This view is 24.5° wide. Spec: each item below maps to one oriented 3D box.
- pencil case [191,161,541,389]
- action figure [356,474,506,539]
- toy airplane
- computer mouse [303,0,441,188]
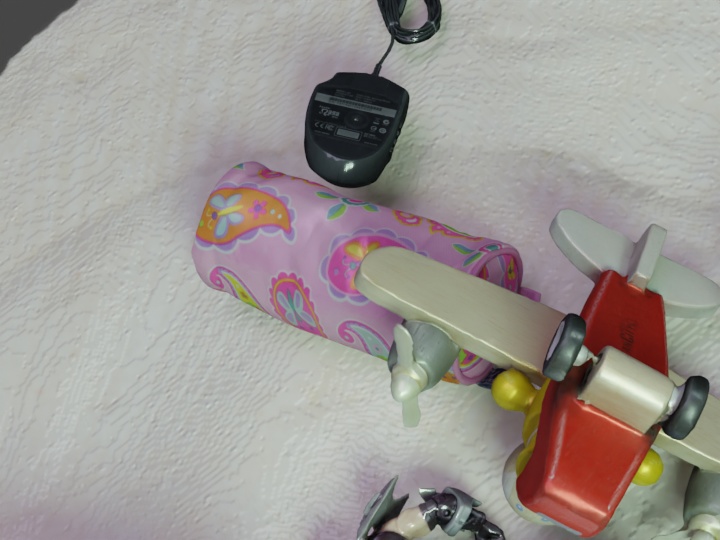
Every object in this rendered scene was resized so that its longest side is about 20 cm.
[{"bbox_3d":[0.000,0.000,0.955,0.199,0.087,0.088,18,70,30],"label":"pencil case"},{"bbox_3d":[0.053,0.176,0.840,0.199,0.069,0.131,10,73,32],"label":"action figure"},{"bbox_3d":[0.112,0.061,0.829,0.200,0.198,0.142,50,125,40],"label":"toy airplane"},{"bbox_3d":[0.010,-0.120,1.031,0.058,0.034,0.201,15,49,8],"label":"computer mouse"}]
